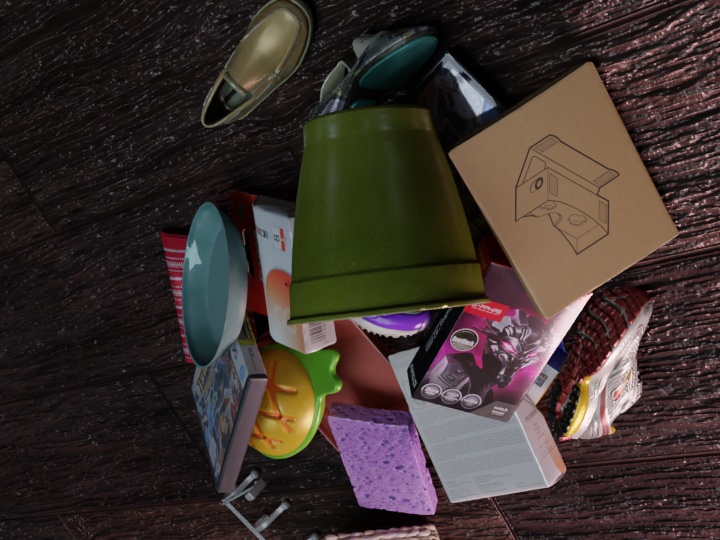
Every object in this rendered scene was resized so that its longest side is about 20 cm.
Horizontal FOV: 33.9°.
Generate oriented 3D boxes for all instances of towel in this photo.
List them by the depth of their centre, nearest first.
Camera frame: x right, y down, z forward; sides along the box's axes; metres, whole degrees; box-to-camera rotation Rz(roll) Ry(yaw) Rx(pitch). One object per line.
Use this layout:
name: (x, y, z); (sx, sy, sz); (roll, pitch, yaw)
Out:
towel: (-0.200, 0.044, 1.575); (0.143, 0.022, 0.203); (10, 118, 36)

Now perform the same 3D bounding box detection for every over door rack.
over door rack: (-0.122, 0.369, 1.761); (0.148, 0.067, 0.200); (46, 157, -4)

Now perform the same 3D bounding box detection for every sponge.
sponge: (0.031, 0.251, 1.559); (0.110, 0.030, 0.202); (3, 136, 20)

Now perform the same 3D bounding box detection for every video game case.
video game case: (0.091, -0.095, 1.229); (0.181, 0.026, 0.200); (43, 116, -2)
video game case: (-0.171, 0.145, 1.499); (0.182, 0.025, 0.202); (-115, 35, -45)

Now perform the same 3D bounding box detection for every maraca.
maraca: (-0.094, 0.153, 1.507); (0.137, 0.106, 0.201); (49, 122, 20)

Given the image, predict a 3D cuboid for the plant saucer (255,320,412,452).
plant saucer: (-0.026, 0.129, 1.540); (0.200, 0.037, 0.199); (49, 136, -7)

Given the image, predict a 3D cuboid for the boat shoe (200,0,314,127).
boat shoe: (-0.118, -0.220, 1.301); (0.072, 0.076, 0.200); (41, 136, 0)

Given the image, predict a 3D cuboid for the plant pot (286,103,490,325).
plant pot: (0.017, -0.054, 1.142); (0.198, 0.199, 0.196); (-8, 88, 39)

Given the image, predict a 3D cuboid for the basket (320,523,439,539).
basket: (0.018, 0.474, 1.639); (0.201, 0.195, 0.162); (117, 144, -46)

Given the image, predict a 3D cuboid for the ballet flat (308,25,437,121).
ballet flat: (0.003, -0.205, 1.236); (0.072, 0.072, 0.200); (43, 130, -2)

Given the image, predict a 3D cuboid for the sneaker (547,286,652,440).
sneaker: (0.273, 0.101, 1.291); (0.081, 0.078, 0.202); (6, 127, -17)

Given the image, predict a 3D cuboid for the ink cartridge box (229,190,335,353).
ink cartridge box: (-0.111, -0.004, 1.404); (0.199, 0.050, 0.165); (14, 117, 50)

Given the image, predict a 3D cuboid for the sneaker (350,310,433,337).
sneaker: (0.000, 0.000, 1.396); (0.198, 0.070, 0.100); (27, 132, 14)

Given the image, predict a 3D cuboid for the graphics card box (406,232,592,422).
graphics card box: (0.144, 0.066, 1.255); (0.124, 0.051, 0.201); (16, 125, -19)

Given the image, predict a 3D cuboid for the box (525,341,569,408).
box: (0.161, 0.121, 1.398); (0.118, 0.042, 0.201); (34, 138, 9)

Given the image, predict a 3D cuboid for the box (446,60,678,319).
box: (0.199, -0.076, 1.155); (0.162, 0.021, 0.201); (-32, 107, 0)

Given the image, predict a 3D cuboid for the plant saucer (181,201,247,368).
plant saucer: (-0.176, 0.018, 1.444); (0.035, 0.202, 0.201); (3, 143, -25)

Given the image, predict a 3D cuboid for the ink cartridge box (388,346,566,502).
ink cartridge box: (0.136, 0.171, 1.412); (0.161, 0.050, 0.202); (-20, 94, 43)
